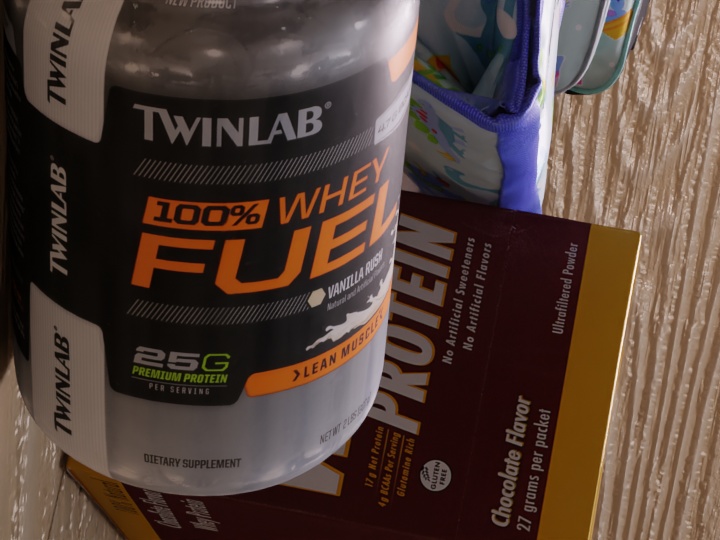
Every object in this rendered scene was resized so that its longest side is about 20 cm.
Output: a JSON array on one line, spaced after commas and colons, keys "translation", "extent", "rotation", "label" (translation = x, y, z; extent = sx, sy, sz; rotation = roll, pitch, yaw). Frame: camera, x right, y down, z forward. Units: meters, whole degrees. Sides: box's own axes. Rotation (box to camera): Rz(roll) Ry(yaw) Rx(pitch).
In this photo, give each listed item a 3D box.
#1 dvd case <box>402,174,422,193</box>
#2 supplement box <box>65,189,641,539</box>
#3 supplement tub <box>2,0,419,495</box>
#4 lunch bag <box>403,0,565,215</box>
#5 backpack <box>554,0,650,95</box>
[{"translation": [0.000, 0.000, 1.224], "extent": [0.149, 0.016, 0.200], "rotation": [-62, -160, 15], "label": "dvd case"}, {"translation": [0.002, 0.057, 0.936], "extent": [0.197, 0.199, 0.134], "rotation": [81, 20, -73], "label": "supplement box"}, {"translation": [-0.046, -0.042, 0.678], "extent": [0.123, 0.122, 0.201], "rotation": [-74, 171, -52], "label": "supplement tub"}, {"translation": [0.021, -0.119, 0.876], "extent": [0.170, 0.127, 0.201], "rotation": [69, -2, -76], "label": "lunch bag"}, {"translation": [0.052, -0.186, 1.102], "extent": [0.153, 0.199, 0.177], "rotation": [-58, 164, -60], "label": "backpack"}]
